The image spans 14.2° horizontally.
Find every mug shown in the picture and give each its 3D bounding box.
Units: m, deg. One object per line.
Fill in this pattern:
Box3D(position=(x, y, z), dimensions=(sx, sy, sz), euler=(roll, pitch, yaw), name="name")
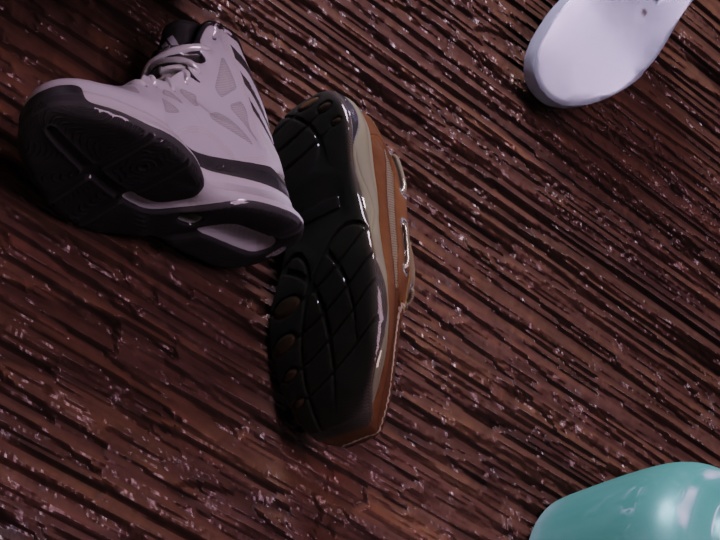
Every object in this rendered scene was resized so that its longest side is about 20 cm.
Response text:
Box3D(position=(0.194, 0.191, 1.659), dimensions=(0.185, 0.114, 0.152), euler=(23, 53, -44), name="mug")

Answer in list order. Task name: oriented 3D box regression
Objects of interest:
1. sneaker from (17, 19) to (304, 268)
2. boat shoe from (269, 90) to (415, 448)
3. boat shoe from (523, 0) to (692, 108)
Box3D(position=(-0.111, -0.080, 1.460), dimensions=(0.200, 0.076, 0.116), euler=(27, 42, -53), name="sneaker")
Box3D(position=(0.000, 0.000, 1.546), dimensions=(0.074, 0.076, 0.200), euler=(29, 50, -46), name="boat shoe")
Box3D(position=(0.160, -0.171, 1.866), dimensions=(0.200, 0.091, 0.071), euler=(-44, 109, -25), name="boat shoe")
